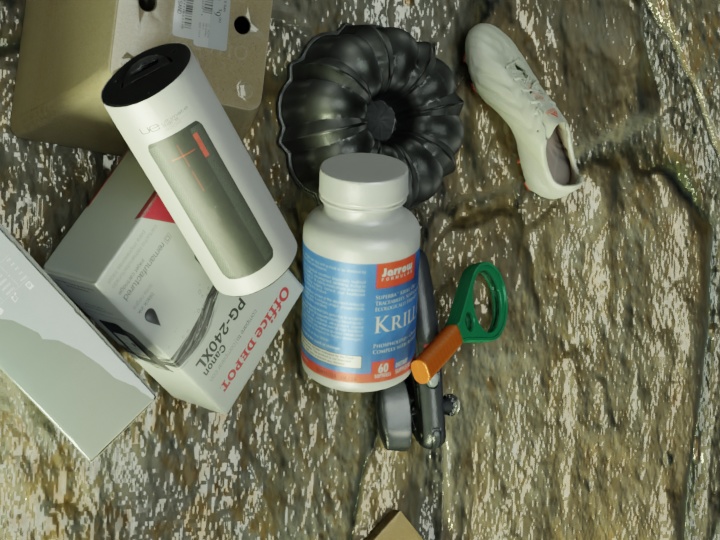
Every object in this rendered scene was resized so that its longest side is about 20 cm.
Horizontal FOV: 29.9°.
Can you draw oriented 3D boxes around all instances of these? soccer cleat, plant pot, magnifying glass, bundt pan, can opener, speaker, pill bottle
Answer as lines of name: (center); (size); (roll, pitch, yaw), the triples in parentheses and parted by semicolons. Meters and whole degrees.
soccer cleat: (0.175, -0.169, 1.401); (0.069, 0.077, 0.202); (-34, 104, -24)
plant pot: (-0.173, -0.206, 1.158); (0.197, 0.176, 0.203); (9, 85, -27)
magnifying glass: (0.100, 0.055, 1.339); (0.200, 0.022, 0.081); (-43, 119, -54)
bundt pan: (0.021, -0.147, 1.320); (0.199, 0.075, 0.205); (1, 89, -29)
can opener: (0.058, 0.079, 1.342); (0.078, 0.063, 0.204); (0, 90, -28)
speaker: (-0.126, -0.078, 1.070); (0.081, 0.081, 0.201); (-43, 128, -22)
pill bottle: (0.000, 0.000, 1.251); (0.111, 0.112, 0.203); (-12, 117, -28)

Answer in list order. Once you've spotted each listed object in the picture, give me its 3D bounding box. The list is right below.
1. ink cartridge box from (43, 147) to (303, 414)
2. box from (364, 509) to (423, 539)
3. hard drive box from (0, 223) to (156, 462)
ink cartridge box: (-0.156, 0.008, 1.176); (0.146, 0.083, 0.200); (-58, 134, -21)
box: (0.016, 0.365, 1.339); (0.200, 0.021, 0.164); (-44, 109, -22)
hard drive box: (-0.272, 0.046, 1.107); (0.077, 0.156, 0.200); (-44, 108, -11)
